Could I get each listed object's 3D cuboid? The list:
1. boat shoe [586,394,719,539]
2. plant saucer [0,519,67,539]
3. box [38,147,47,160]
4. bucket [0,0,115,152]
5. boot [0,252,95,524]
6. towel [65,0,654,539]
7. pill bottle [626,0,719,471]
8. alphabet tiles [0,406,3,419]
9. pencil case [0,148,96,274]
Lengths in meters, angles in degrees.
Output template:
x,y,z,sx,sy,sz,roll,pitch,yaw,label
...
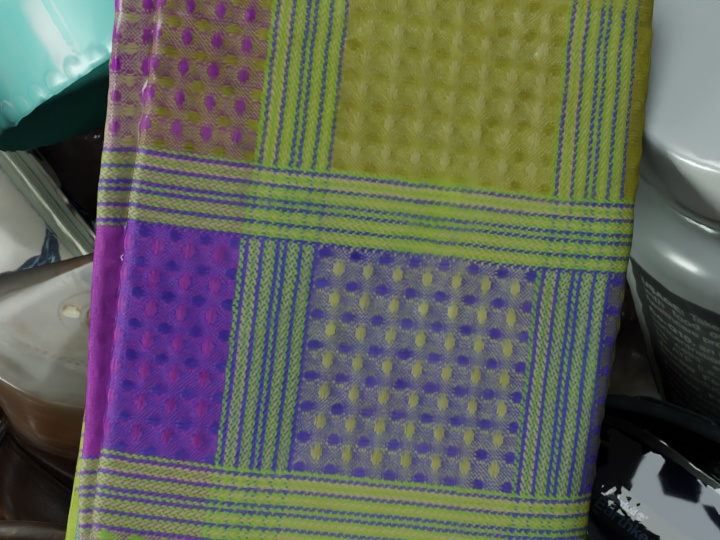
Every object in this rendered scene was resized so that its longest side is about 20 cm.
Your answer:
x,y,z,sx,sy,sz,roll,pitch,yaw,label
0.131,0.100,0.882,0.200,0.062,0.075,33,71,11,boat shoe
-0.100,0.123,0.817,0.199,0.035,0.200,3,27,-1,plant saucer
-0.233,-0.060,1.088,0.200,0.048,0.159,-26,57,-3,box
-0.062,-0.135,0.924,0.207,0.207,0.135,-27,89,-3,bucket
-0.023,0.050,0.866,0.186,0.200,0.064,5,67,-4,boot
0.000,0.000,0.779,0.143,0.023,0.201,6,90,-13,towel
0.132,-0.015,0.883,0.113,0.200,0.113,-6,59,11,pill bottle
-0.180,0.103,0.885,0.006,0.167,0.200,38,33,15,alphabet tiles
-0.145,-0.036,0.989,0.089,0.078,0.200,-40,87,25,pencil case
